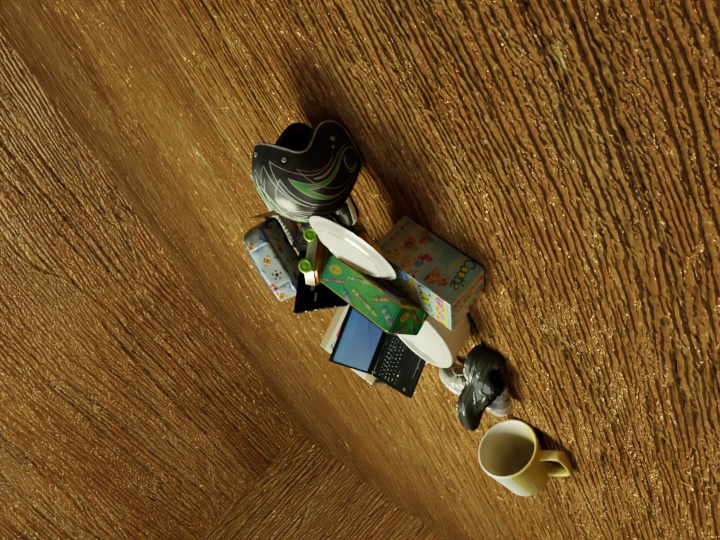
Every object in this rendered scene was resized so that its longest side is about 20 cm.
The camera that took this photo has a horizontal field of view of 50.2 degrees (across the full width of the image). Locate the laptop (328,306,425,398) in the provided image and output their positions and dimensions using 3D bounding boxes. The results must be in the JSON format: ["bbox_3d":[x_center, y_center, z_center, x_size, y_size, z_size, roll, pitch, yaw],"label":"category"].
[{"bbox_3d":[0.053,0.179,1.828,0.199,0.179,0.103,27,-171,37],"label":"laptop"}]

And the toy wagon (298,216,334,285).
[{"bbox_3d":[-0.090,-0.069,1.724,0.039,0.203,0.155,10,-176,12],"label":"toy wagon"}]

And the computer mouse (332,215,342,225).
[{"bbox_3d":[-0.093,-0.118,1.828,0.199,0.034,0.059,24,150,46],"label":"computer mouse"}]

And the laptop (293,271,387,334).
[{"bbox_3d":[-0.042,0.067,1.787,0.178,0.197,0.104,-88,-13,-56],"label":"laptop"}]

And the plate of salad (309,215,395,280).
[{"bbox_3d":[-0.011,-0.049,1.463,0.199,0.048,0.200,32,168,8],"label":"plate of salad"}]

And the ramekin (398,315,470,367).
[{"bbox_3d":[0.151,0.109,1.682,0.202,0.094,0.203,39,159,18],"label":"ramekin"}]

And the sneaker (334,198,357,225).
[{"bbox_3d":[-0.095,-0.152,1.651,0.073,0.112,0.201,16,145,55],"label":"sneaker"}]

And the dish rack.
[{"bbox_3d":[-0.196,-0.148,1.923,0.172,0.043,0.201,48,167,45],"label":"dish rack"}]

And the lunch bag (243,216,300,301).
[{"bbox_3d":[-0.199,-0.033,1.860,0.202,0.075,0.160,62,-164,-8],"label":"lunch bag"}]

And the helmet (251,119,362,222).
[{"bbox_3d":[-0.111,-0.191,1.490,0.199,0.191,0.201,38,159,17],"label":"helmet"}]

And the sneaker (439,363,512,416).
[{"bbox_3d":[0.269,0.254,1.784,0.199,0.075,0.083,25,136,34],"label":"sneaker"}]

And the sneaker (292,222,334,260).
[{"bbox_3d":[-0.114,-0.045,1.902,0.077,0.086,0.200,32,171,34],"label":"sneaker"}]

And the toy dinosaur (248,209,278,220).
[{"bbox_3d":[-0.155,-0.159,1.782,0.106,0.061,0.200,37,124,-23],"label":"toy dinosaur"}]

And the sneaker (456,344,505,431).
[{"bbox_3d":[0.267,0.269,1.689,0.090,0.076,0.203,18,116,31],"label":"sneaker"}]

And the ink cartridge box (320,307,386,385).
[{"bbox_3d":[0.014,0.173,1.970,0.199,0.166,0.075,32,-169,32],"label":"ink cartridge box"}]

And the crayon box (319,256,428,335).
[{"bbox_3d":[0.027,0.051,1.535,0.199,0.059,0.118,36,-167,30],"label":"crayon box"}]

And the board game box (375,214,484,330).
[{"bbox_3d":[0.132,0.003,1.501,0.199,0.105,0.103,37,159,26],"label":"board game box"}]

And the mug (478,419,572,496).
[{"bbox_3d":[0.390,0.468,1.827,0.186,0.150,0.153,31,164,52],"label":"mug"}]
